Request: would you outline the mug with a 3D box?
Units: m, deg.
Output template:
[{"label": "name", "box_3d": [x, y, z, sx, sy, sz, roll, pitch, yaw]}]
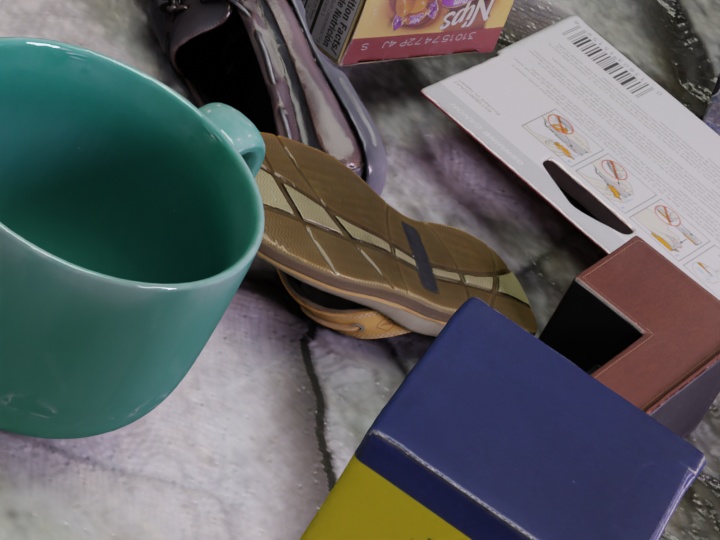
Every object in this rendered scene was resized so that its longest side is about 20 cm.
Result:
[{"label": "mug", "box_3d": [-0.118, -0.003, 1.234, 0.184, 0.115, 0.152, 9, 39, -31]}]

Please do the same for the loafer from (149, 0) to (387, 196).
[{"label": "loafer", "box_3d": [-0.061, -0.106, 1.454, 0.063, 0.072, 0.200, -12, 56, -41]}]

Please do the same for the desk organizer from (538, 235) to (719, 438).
[{"label": "desk organizer", "box_3d": [0.100, 0.059, 1.369, 0.077, 0.072, 0.200, 39, 34, 15]}]

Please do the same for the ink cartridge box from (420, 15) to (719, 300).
[{"label": "ink cartridge box", "box_3d": [0.137, -0.040, 1.548, 0.200, 0.044, 0.173, 42, 35, 15]}]

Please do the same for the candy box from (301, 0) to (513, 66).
[{"label": "candy box", "box_3d": [-0.023, -0.183, 1.562, 0.116, 0.057, 0.200, -9, 41, -44]}]

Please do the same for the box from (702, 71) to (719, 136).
[{"label": "box", "box_3d": [0.302, -0.101, 1.669, 0.132, 0.115, 0.199, 33, 30, 30]}]

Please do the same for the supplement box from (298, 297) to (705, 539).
[{"label": "supplement box", "box_3d": [0.023, 0.131, 1.097, 0.109, 0.200, 0.109, 34, 34, 4]}]

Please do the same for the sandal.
[{"label": "sandal", "box_3d": [0.000, 0.000, 1.387, 0.199, 0.054, 0.081, 24, 37, -38]}]
